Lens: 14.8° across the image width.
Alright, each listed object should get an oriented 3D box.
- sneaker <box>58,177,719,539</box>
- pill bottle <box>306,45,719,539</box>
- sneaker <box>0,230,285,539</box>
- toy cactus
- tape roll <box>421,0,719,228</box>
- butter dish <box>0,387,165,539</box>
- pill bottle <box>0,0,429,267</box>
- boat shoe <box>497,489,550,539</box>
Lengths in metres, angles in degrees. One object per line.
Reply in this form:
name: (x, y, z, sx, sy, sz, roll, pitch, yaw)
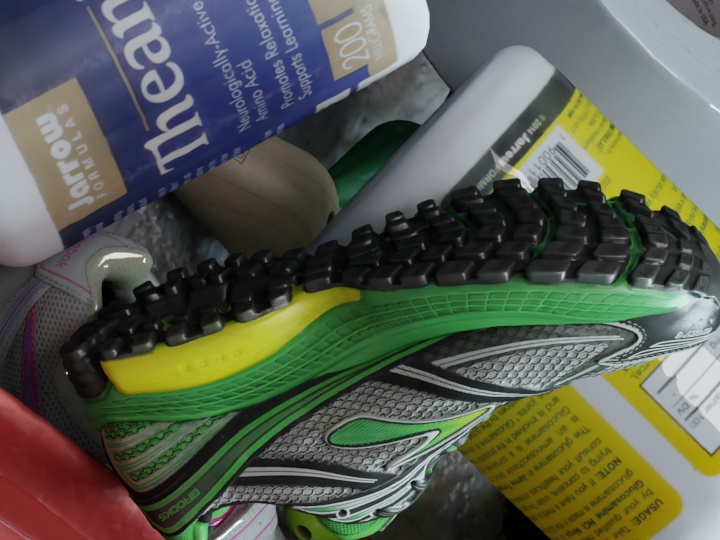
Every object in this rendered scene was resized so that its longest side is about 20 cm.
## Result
sneaker: (0.016, 0.029, 0.829, 0.078, 0.199, 0.085, -61, 133, -63)
pill bottle: (0.084, 0.032, 0.909, 0.200, 0.112, 0.112, 45, 55, -3)
sneaker: (-0.068, 0.068, 0.911, 0.081, 0.088, 0.200, -50, 117, -34)
toy cactus: (0.000, 0.000, 0.990, 0.165, 0.102, 0.200, 36, 70, -22)
tape roll: (0.091, -0.104, 1.028, 0.200, 0.066, 0.201, 36, 30, -25)
butter dish: (-0.125, 0.138, 0.788, 0.200, 0.148, 0.200, 41, 80, -31)
pill bottle: (-0.089, -0.070, 0.854, 0.200, 0.111, 0.111, -29, 106, -8)
boat shoe: (0.083, 0.097, 1.000, 0.202, 0.075, 0.075, -85, 153, -65)
